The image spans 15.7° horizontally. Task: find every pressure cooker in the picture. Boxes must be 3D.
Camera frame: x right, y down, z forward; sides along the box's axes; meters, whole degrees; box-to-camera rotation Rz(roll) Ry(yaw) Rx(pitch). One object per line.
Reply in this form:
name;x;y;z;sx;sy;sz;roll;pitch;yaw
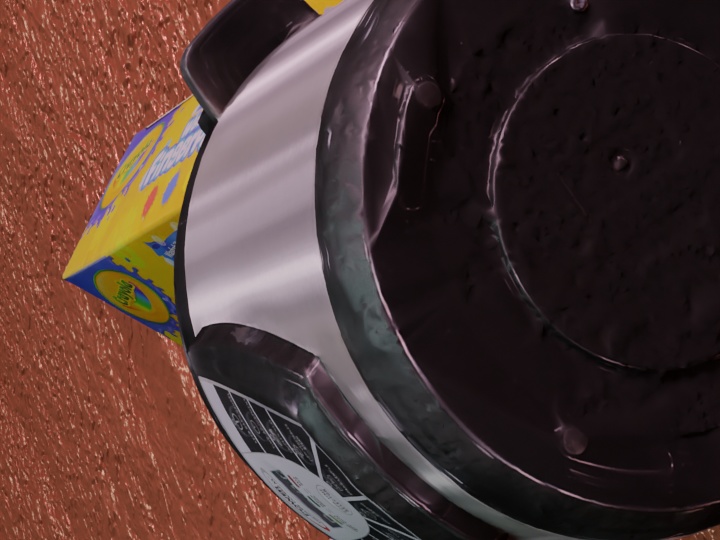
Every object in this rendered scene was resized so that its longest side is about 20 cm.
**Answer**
pressure cooker;0.041;-0.002;0.752;0.200;0.177;0.178;161;108;-68

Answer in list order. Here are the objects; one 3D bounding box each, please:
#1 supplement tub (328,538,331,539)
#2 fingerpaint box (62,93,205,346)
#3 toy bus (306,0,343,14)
supplement tub;0.035;0.210;1.058;0.201;0.122;0.123;62;154;28
fingerpaint box;0.000;0.000;0.951;0.074;0.166;0.200;-64;16;-18
toy bus;0.003;-0.080;1.022;0.200;0.065;0.079;3;107;66
